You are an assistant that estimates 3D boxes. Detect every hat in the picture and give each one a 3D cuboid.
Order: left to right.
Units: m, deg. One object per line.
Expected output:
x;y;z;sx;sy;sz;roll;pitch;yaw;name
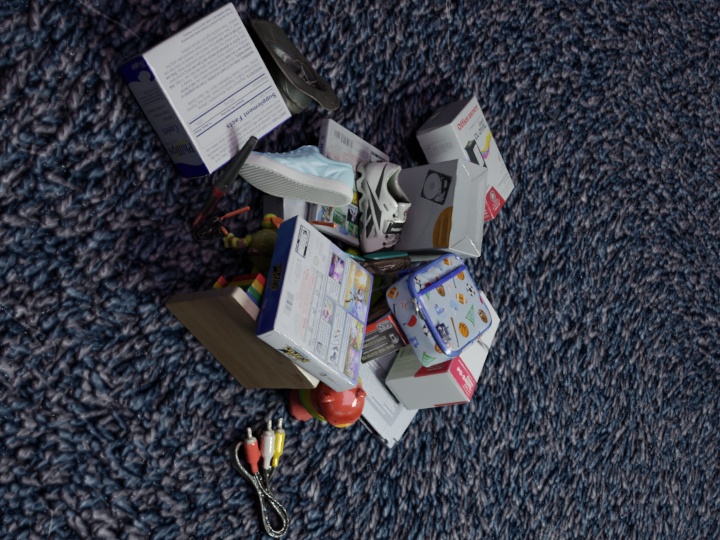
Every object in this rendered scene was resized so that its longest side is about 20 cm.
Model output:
-0.129;-0.317;1.543;0.200;0.081;0.202;41;21;-20;hat

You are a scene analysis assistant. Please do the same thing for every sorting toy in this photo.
-0.169;0.089;1.438;0.201;0.197;0.070;50;56;-25;sorting toy

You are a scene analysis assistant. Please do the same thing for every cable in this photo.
-0.159;0.345;1.529;0.096;0.050;0.204;-10;94;-38;cable

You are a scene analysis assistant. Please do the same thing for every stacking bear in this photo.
-0.044;0.198;1.509;0.119;0.200;0.116;1;90;-12;stacking bear

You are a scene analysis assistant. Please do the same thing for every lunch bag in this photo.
0.128;0.058;1.531;0.199;0.075;0.162;-25;88;-56;lunch bag

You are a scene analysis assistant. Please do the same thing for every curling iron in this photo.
-0.207;-0.126;1.449;0.049;0.026;0.201;14;122;-30;curling iron

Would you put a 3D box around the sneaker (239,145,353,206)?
-0.104;-0.164;1.500;0.197;0.074;0.083;17;60;-16;sneaker

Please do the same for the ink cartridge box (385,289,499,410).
0.151;0.142;1.683;0.084;0.144;0.201;52;45;-25;ink cartridge box

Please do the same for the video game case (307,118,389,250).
-0.017;-0.141;1.623;0.199;0.022;0.186;23;71;-55;video game case

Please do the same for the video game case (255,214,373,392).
-0.064;0.051;1.400;0.181;0.045;0.203;38;47;-35;video game case

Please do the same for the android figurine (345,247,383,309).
-0.017;0.059;1.610;0.182;0.041;0.202;45;41;-28;android figurine

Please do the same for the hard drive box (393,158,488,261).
0.127;-0.102;1.665;0.076;0.199;0.159;12;80;-35;hard drive box

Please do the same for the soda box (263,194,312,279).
-0.119;-0.026;1.557;0.063;0.068;0.204;0;88;-38;soda box

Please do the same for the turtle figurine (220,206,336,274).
-0.138;-0.020;1.482;0.064;0.196;0.164;4;89;-79;turtle figurine

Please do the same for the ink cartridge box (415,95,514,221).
0.199;-0.205;1.769;0.202;0.082;0.146;63;36;-18;ink cartridge box

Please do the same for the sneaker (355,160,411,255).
0.046;-0.089;1.626;0.074;0.087;0.204;-28;115;-55;sneaker

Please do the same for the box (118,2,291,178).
-0.238;-0.275;1.451;0.183;0.104;0.202;-40;111;-31;box

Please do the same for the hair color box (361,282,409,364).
0.065;0.072;1.590;0.062;0.101;0.200;57;34;-9;hair color box

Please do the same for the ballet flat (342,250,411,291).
0.000;0.000;1.571;0.197;0.067;0.077;5;97;-34;ballet flat

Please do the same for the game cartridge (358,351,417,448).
0.029;0.205;1.686;0.134;0.040;0.201;-50;117;-23;game cartridge
